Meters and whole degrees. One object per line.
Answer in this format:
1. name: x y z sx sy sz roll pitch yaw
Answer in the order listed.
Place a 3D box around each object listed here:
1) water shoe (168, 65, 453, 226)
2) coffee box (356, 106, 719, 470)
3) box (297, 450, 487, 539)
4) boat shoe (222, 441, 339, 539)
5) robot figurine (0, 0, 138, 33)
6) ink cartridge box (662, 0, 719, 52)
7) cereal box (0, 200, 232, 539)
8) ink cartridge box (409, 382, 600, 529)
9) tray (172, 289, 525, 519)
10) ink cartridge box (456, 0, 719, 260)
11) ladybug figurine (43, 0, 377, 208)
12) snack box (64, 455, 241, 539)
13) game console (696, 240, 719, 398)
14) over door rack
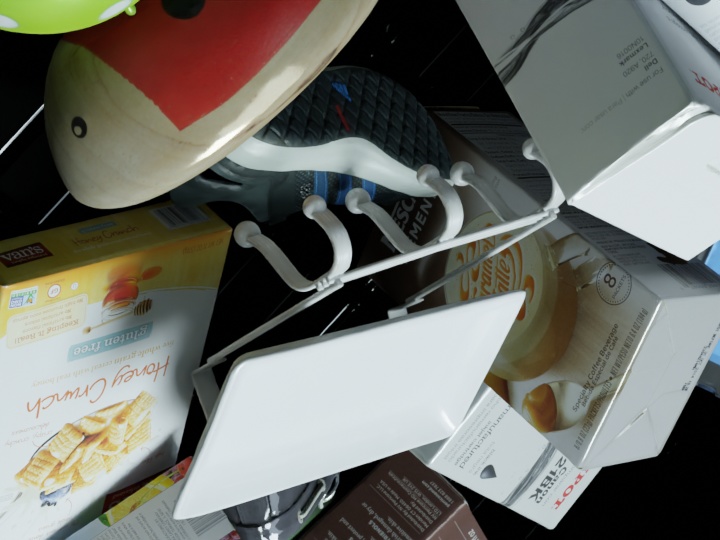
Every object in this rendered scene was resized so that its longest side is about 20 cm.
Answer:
1. water shoe: -0.029 -0.064 0.966 0.079 0.072 0.200 -34 156 30
2. coffee box: 0.102 0.005 1.039 0.079 0.200 0.115 -4 125 -44
3. box: -0.008 0.222 1.240 0.200 0.075 0.100 -42 145 -8
4. boat shoe: -0.045 0.109 1.030 0.072 0.063 0.200 -15 -178 9
5. robot figurine: -0.123 -0.178 0.690 0.174 0.116 0.201 -4 133 -12
6. ink cartridge box: 0.195 -0.190 0.949 0.043 0.199 0.200 -30 125 35
7. cereal box: -0.149 0.065 0.959 0.143 0.039 0.201 -18 134 -41
8. ink cartridge box: 0.106 0.075 1.213 0.145 0.084 0.200 -52 146 3
9. tray: -0.007 0.060 0.925 0.199 0.022 0.108 -12 139 -42
10. ink cartridge box: 0.126 -0.117 0.938 0.084 0.201 0.146 -37 150 23
11. ladybug figurine: -0.066 -0.114 0.815 0.200 0.136 0.072 -47 122 -15
12. snack box: -0.152 0.211 1.035 0.200 0.068 0.169 -34 156 -15
13. game console: 0.225 -0.009 1.100 0.170 0.118 0.201 -1 119 -48
14. over door rack: 0.000 0.000 0.949 0.147 0.067 0.200 -16 160 -31
